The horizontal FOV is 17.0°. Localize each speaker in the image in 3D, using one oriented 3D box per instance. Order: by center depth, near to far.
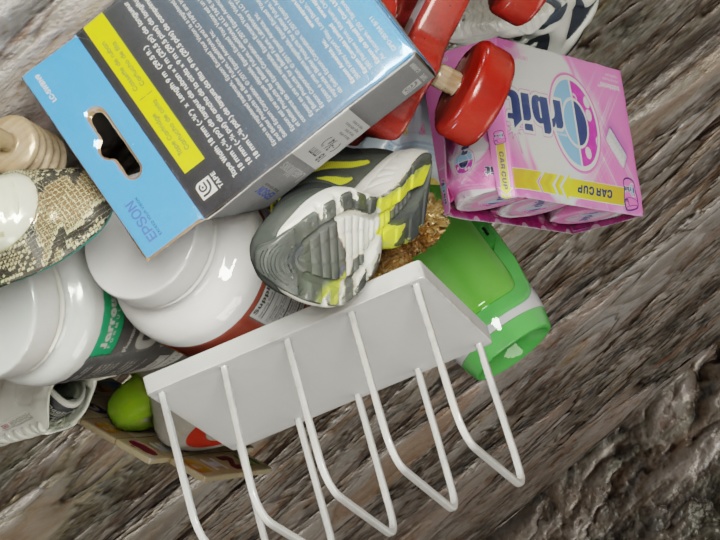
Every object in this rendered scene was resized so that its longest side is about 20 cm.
[{"bbox_3d":[0.066,-0.013,1.925,0.088,0.200,0.089,-33,164,-11],"label":"speaker"}]

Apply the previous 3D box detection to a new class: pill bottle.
[{"bbox_3d":[-0.093,0.005,1.588,0.112,0.112,0.200,-39,149,12],"label":"pill bottle"},{"bbox_3d":[-0.198,0.019,1.627,0.113,0.113,0.200,-43,163,24],"label":"pill bottle"}]

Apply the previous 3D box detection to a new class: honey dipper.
[{"bbox_3d":[-0.228,-0.086,1.411,0.038,0.038,0.200,-38,162,7],"label":"honey dipper"}]

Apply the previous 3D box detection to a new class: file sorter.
[{"bbox_3d":[-0.013,0.105,1.562,0.199,0.125,0.139,-23,153,14],"label":"file sorter"}]

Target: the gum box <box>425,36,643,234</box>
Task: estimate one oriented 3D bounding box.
[{"bbox_3d":[0.123,-0.095,1.736,0.066,0.114,0.200,-14,169,33],"label":"gum box"}]

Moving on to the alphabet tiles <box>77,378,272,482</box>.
[{"bbox_3d":[-0.164,0.124,1.919,0.006,0.166,0.200,-65,161,8],"label":"alphabet tiles"}]

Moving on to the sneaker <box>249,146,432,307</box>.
[{"bbox_3d":[-0.026,-0.031,1.512,0.200,0.084,0.075,-29,126,-60],"label":"sneaker"}]

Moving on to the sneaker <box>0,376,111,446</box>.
[{"bbox_3d":[-0.253,0.096,1.795,0.076,0.081,0.200,-21,161,-47],"label":"sneaker"}]

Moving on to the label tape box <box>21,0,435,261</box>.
[{"bbox_3d":[-0.078,-0.117,1.438,0.200,0.145,0.063,-37,166,7],"label":"label tape box"}]

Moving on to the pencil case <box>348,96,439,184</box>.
[{"bbox_3d":[0.025,-0.108,1.775,0.083,0.091,0.200,-39,163,17],"label":"pencil case"}]

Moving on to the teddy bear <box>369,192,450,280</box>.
[{"bbox_3d":[0.000,0.000,1.713,0.145,0.067,0.201,-32,-145,43],"label":"teddy bear"}]

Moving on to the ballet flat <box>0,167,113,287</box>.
[{"bbox_3d":[-0.247,-0.018,1.454,0.199,0.068,0.075,-22,149,20],"label":"ballet flat"}]

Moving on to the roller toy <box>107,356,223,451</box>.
[{"bbox_3d":[-0.094,0.042,1.860,0.199,0.140,0.182,-8,158,-47],"label":"roller toy"}]

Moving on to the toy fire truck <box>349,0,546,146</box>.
[{"bbox_3d":[0.040,-0.174,1.552,0.201,0.112,0.168,-65,-164,-2],"label":"toy fire truck"}]

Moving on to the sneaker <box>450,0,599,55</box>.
[{"bbox_3d":[0.110,-0.180,1.763,0.199,0.079,0.130,-36,159,-39],"label":"sneaker"}]
